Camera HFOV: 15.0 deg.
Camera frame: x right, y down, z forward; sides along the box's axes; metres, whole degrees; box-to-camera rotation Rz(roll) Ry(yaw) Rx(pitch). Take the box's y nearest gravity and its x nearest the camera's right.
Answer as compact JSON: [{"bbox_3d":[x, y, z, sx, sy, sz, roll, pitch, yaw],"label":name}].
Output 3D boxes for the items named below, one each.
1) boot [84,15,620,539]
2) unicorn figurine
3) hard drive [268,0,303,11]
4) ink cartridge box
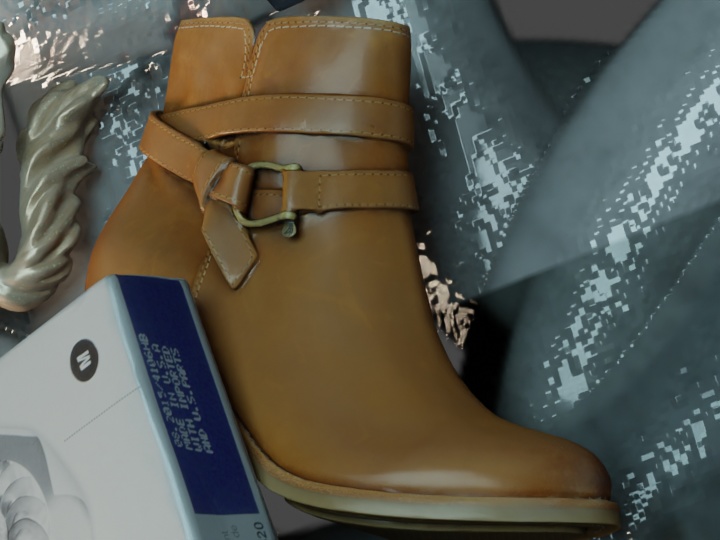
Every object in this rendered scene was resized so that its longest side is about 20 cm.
[{"bbox_3d":[0.000,0.000,0.840,0.199,0.074,0.155,10,82,28],"label":"boot"},{"bbox_3d":[-0.189,-0.018,0.930,0.199,0.074,0.138,0,86,18],"label":"unicorn figurine"},{"bbox_3d":[0.020,-0.185,0.860,0.200,0.135,0.042,-33,35,11],"label":"hard drive"},{"bbox_3d":[-0.097,0.133,0.828,0.200,0.041,0.200,-38,62,34],"label":"ink cartridge box"}]
